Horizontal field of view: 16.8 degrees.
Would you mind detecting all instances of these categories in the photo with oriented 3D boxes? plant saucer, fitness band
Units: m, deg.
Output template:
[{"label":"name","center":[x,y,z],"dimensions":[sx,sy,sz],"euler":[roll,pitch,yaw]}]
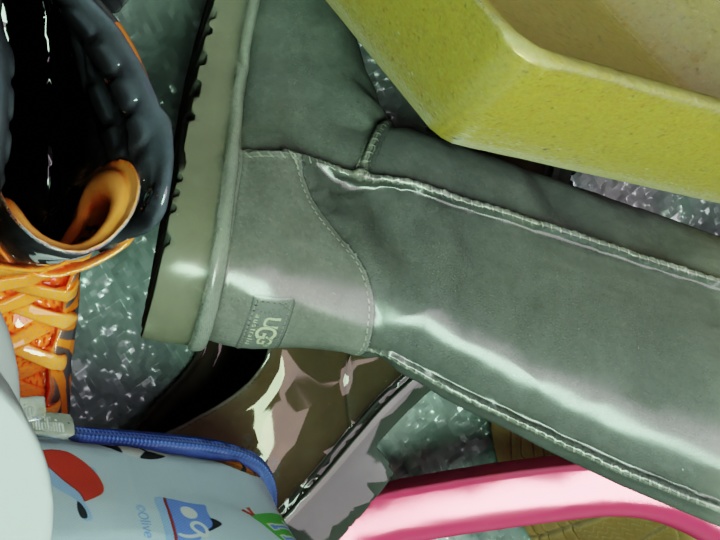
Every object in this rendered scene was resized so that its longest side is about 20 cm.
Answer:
[{"label":"plant saucer","center":[0.045,-0.090,0.716],"dimensions":[0.199,0.200,0.049],"euler":[10,124,-47]},{"label":"fitness band","center":[0.054,0.135,0.796],"dimensions":[0.198,0.037,0.145],"euler":[-8,90,1]}]

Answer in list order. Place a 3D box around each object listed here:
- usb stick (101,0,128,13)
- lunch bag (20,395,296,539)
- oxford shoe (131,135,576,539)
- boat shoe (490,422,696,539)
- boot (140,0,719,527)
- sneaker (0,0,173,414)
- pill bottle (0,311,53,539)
[{"label":"usb stick","center":[-0.037,-0.165,0.752],"dimensions":[0.201,0.033,0.055],"euler":[-53,125,-13]},{"label":"lunch bag","center":[-0.106,0.126,0.691],"dimensions":[0.159,0.076,0.201],"euler":[6,123,-28]},{"label":"oxford shoe","center":[0.000,0.000,0.776],"dimensions":[0.084,0.073,0.200],"euler":[43,74,-21]},{"label":"boat shoe","center":[0.120,0.097,0.865],"dimensions":[0.201,0.073,0.069],"euler":[54,48,-16]},{"label":"boot","center":[0.043,-0.021,0.725],"dimensions":[0.198,0.073,0.183],"euler":[12,58,-7]},{"label":"sneaker","center":[-0.104,0.008,0.691],"dimensions":[0.077,0.112,0.202],"euler":[-6,100,-29]},{"label":"pill bottle","center":[-0.147,0.018,0.577],"dimensions":[0.112,0.200,0.114],"euler":[-11,119,-21]}]
